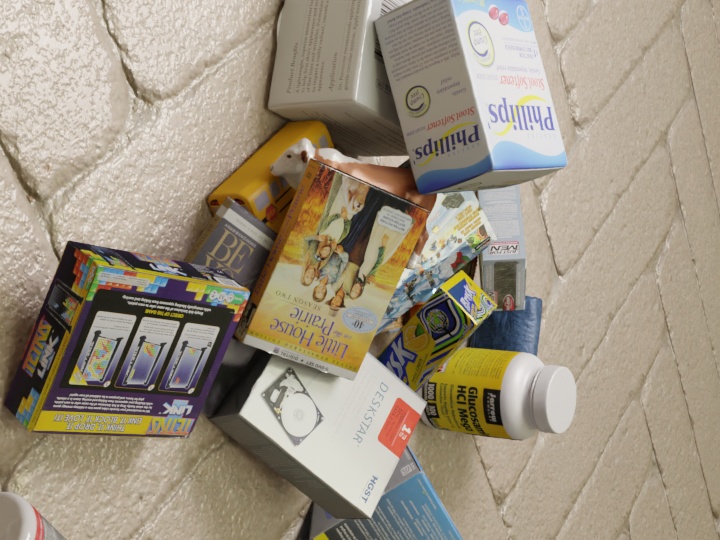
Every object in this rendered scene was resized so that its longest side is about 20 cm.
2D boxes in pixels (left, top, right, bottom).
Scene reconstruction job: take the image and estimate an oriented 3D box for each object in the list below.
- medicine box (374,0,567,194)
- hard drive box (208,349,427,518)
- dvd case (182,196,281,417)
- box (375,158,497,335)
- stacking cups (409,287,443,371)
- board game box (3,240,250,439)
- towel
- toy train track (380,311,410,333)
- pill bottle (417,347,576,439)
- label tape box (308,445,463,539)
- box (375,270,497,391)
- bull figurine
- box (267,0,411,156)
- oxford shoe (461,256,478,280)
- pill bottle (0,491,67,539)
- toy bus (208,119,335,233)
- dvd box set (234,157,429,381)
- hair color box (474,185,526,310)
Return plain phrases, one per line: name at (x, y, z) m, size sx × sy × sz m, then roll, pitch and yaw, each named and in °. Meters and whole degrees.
medicine box at (0.126, -0.195, 1.383) m, size 0.181 × 0.102 × 0.203 m, roll -9°, pitch 83°, yaw -54°
hard drive box at (-0.044, 0.154, 1.385) m, size 0.199 × 0.076 × 0.157 m, roll 40°, pitch 61°, yaw -22°
dvd case at (-0.145, 0.042, 1.284) m, size 0.201 × 0.016 × 0.148 m, roll -56°, pitch 138°, yaw -2°
box at (0.048, -0.036, 1.436) m, size 0.199 × 0.040 × 0.138 m, roll -37°, pitch 114°, yaw -13°
stacking cups at (0.080, 0.025, 1.575) m, size 0.060 × 0.060 × 0.204 m, roll 21°, pitch 64°, yaw -52°
board game box at (-0.214, 0.071, 1.172) m, size 0.199 × 0.056 × 0.167 m, roll 13°, pitch 106°, yaw -52°
towel at (0.197, 0.132, 1.747) m, size 0.048 × 0.111 × 0.204 m, roll 15°, pitch 80°, yaw -43°
toy train track at (0.050, 0.060, 1.597) m, size 0.199 × 0.032 × 0.117 m, roll -11°, pitch 89°, yaw -60°
pill bottle at (0.178, 0.162, 1.649) m, size 0.112 × 0.197 × 0.115 m, roll -3°, pitch 94°, yaw -53°
label tape box at (0.008, 0.322, 1.517) m, size 0.198 × 0.063 × 0.145 m, roll -31°, pitch 126°, yaw -2°
box at (0.071, 0.095, 1.491) m, size 0.064 × 0.201 × 0.070 m, roll 44°, pitch 32°, yaw 8°
bull figurine at (-0.005, -0.071, 1.346) m, size 0.197 × 0.065 × 0.124 m, roll 6°, pitch 102°, yaw -25°
box at (0.011, -0.255, 1.453) m, size 0.199 × 0.129 × 0.203 m, roll 20°, pitch 76°, yaw -53°
oxford shoe at (0.109, -0.057, 1.659) m, size 0.074 × 0.070 × 0.204 m, roll 11°, pitch 73°, yaw -50°
pill bottle at (-0.281, 0.296, 1.098) m, size 0.115 × 0.112 × 0.201 m, roll -61°, pitch 136°, yaw -32°
toy bus at (-0.100, -0.080, 1.365) m, size 0.200 × 0.064 × 0.079 m, roll -49°, pitch 128°, yaw -41°
dvd box set at (-0.029, 0.002, 1.305) m, size 0.145 × 0.029 × 0.203 m, roll 22°, pitch 97°, yaw -28°
hair color box at (0.187, -0.053, 1.680) m, size 0.100 × 0.059 × 0.202 m, roll 83°, pitch 6°, yaw -47°
